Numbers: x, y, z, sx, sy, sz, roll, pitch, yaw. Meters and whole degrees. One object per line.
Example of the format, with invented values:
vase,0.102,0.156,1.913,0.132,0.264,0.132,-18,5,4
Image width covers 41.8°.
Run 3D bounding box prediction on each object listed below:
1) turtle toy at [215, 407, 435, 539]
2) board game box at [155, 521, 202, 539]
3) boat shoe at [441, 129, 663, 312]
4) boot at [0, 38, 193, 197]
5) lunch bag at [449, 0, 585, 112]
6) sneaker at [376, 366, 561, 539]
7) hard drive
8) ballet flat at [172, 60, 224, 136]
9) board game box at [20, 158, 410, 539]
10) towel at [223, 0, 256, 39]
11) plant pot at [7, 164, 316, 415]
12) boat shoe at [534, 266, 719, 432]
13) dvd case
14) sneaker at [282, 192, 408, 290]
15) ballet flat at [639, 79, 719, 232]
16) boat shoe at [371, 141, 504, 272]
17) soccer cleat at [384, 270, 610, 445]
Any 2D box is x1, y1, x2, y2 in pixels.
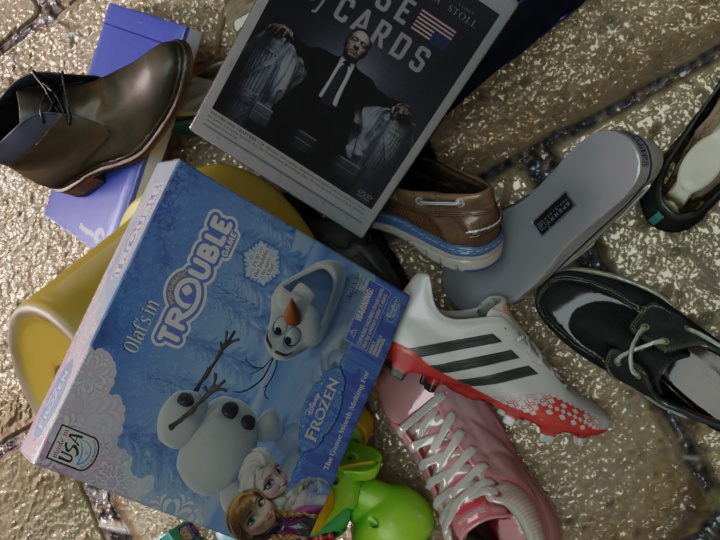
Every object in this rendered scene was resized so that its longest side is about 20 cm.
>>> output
turtle toy,-0.037,0.180,0.757,0.198,0.146,0.102,7,115,17
board game box,-0.164,0.350,0.838,0.152,0.045,0.201,-37,81,15
boat shoe,0.146,-0.035,0.722,0.200,0.065,0.072,-47,64,33
boot,-0.220,-0.124,0.745,0.199,0.096,0.075,-34,60,34
lunch bag,0.061,-0.212,0.707,0.199,0.136,0.133,-37,82,15
sneaker,0.078,0.151,0.730,0.075,0.105,0.201,-42,79,15
hard drive,-0.210,-0.123,0.820,0.131,0.025,0.202,27,100,43
ballet flat,-0.077,-0.148,0.791,0.198,0.069,0.070,4,93,20
board game box,-0.085,0.064,0.622,0.198,0.043,0.202,29,78,-28
towel,-0.029,-0.261,0.719,0.199,0.193,0.035,-39,119,12
plant pot,-0.148,0.044,0.710,0.199,0.188,0.203,23,127,34
boat shoe,0.220,0.058,0.704,0.199,0.068,0.072,32,102,15
dvd case,-0.009,-0.139,0.640,0.149,0.025,0.201,31,117,-6
sneaker,0.000,0.000,0.767,0.199,0.076,0.091,31,94,12
ballet flat,0.279,-0.110,0.679,0.068,0.068,0.201,36,101,11
boat shoe,0.028,-0.073,0.727,0.199,0.072,0.073,25,134,30
soccer cleat,0.109,0.067,0.710,0.198,0.069,0.086,23,94,-10
